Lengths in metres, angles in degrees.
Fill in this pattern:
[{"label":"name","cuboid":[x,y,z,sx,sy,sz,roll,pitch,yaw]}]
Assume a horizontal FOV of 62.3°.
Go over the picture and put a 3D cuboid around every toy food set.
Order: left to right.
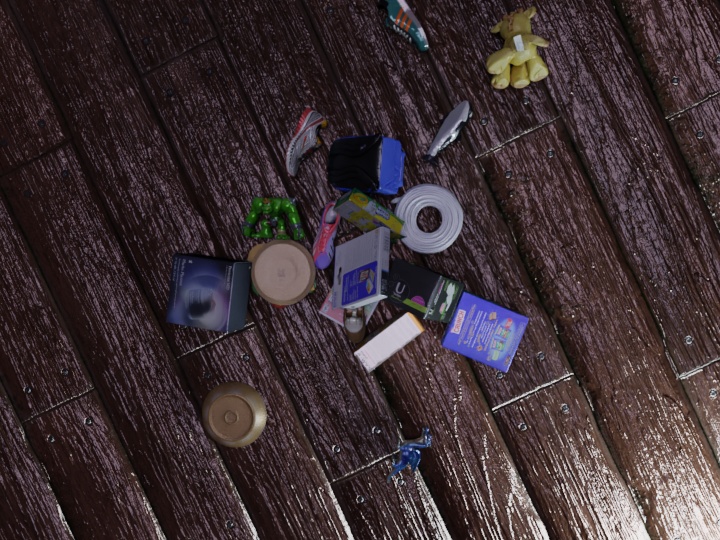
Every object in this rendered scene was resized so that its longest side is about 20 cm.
[{"label":"toy food set","cuboid":[-0.228,0.008,1.745,0.198,0.049,0.200,-13,92,3]}]

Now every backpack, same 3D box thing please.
[{"label":"backpack","cuboid":[0.014,-0.285,1.665,0.199,0.167,0.164,7,89,35]}]

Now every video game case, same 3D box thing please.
[{"label":"video game case","cuboid":[-0.015,0.070,1.750,0.142,0.017,0.201,29,93,2]}]

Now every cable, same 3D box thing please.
[{"label":"cable","cuboid":[0.194,-0.149,1.703,0.199,0.069,0.201,-28,90,4]}]

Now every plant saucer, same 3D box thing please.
[{"label":"plant saucer","cuboid":[-0.381,0.434,1.777,0.198,0.035,0.202,0,92,4]}]

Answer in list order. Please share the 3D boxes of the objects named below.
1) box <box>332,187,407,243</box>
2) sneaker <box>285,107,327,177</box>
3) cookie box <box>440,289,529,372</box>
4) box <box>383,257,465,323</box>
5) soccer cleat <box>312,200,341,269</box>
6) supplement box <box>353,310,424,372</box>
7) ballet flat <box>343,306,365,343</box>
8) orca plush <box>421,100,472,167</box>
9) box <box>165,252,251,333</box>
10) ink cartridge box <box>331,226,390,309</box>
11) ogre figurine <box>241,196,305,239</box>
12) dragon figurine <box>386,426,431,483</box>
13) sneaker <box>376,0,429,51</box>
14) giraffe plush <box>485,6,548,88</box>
[{"label":"box","cuboid":[0.033,-0.145,1.656,0.199,0.117,0.049,35,68,-17]},{"label":"sneaker","cuboid":[-0.159,-0.363,1.712,0.082,0.078,0.201,24,94,1]},{"label":"cookie box","cuboid":[0.352,0.170,1.703,0.199,0.075,0.172,22,94,2]},{"label":"box","cuboid":[0.172,0.056,1.627,0.148,0.200,0.125,23,93,29]},{"label":"soccer cleat","cuboid":[-0.098,-0.103,1.718,0.066,0.076,0.202,16,92,4]},{"label":"supplement box","cuboid":[0.081,0.192,1.695,0.200,0.126,0.074,-38,90,3]},{"label":"ballet flat","cuboid":[-0.016,0.112,1.706,0.067,0.072,0.202,4,92,4]},{"label":"orca plush","cuboid":[0.265,-0.379,1.690,0.071,0.105,0.201,31,82,-32]},{"label":"box","cuboid":[-0.433,0.060,1.707,0.197,0.123,0.202,7,94,13]},{"label":"ink cartridge box","cuboid":[0.000,0.000,1.640,0.043,0.199,0.200,20,64,-37]},{"label":"ogre figurine","cuboid":[-0.253,-0.152,1.718,0.199,0.098,0.121,6,96,42]},{"label":"dragon figurine","cuboid":[0.143,0.548,1.738,0.099,0.059,0.201,18,92,3]},{"label":"sneaker","cuboid":[0.119,-0.697,1.691,0.080,0.071,0.201,-32,85,9]},{"label":"giraffe plush","cuboid":[0.427,-0.627,1.641,0.171,0.200,0.163,-2,63,7]}]
